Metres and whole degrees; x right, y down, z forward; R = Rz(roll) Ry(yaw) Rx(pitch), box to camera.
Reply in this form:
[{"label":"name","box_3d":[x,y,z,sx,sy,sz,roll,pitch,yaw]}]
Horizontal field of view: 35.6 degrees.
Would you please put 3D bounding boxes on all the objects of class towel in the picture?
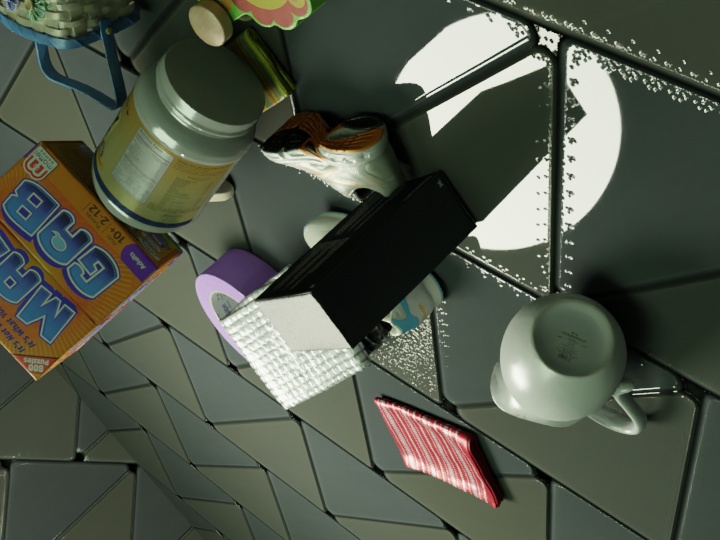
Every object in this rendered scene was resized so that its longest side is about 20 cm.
[{"label":"towel","box_3d":[0.111,0.260,1.612,0.200,0.022,0.145,16,140,47]},{"label":"towel","box_3d":[-0.143,-0.219,1.317,0.086,0.018,0.200,56,154,-10]},{"label":"towel","box_3d":[-0.074,0.078,1.510,0.200,0.086,0.166,-33,92,40]}]

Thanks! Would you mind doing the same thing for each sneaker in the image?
[{"label":"sneaker","box_3d":[-0.032,-0.117,1.232,0.200,0.076,0.092,15,144,50]},{"label":"sneaker","box_3d":[0.000,0.000,1.338,0.200,0.081,0.077,34,153,28]}]

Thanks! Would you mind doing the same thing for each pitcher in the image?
[{"label":"pitcher","box_3d":[0.222,0.107,1.134,0.171,0.122,0.200,20,160,8]}]

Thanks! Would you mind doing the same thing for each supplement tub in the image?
[{"label":"supplement tub","box_3d":[-0.207,-0.151,1.274,0.144,0.144,0.200,46,131,2]}]

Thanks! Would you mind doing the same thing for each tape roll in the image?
[{"label":"tape roll","box_3d":[-0.156,0.065,1.690,0.200,0.066,0.200,35,152,21]}]

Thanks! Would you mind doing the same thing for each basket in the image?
[{"label":"basket","box_3d":[-0.357,-0.308,1.371,0.176,0.139,0.201,25,137,36]}]

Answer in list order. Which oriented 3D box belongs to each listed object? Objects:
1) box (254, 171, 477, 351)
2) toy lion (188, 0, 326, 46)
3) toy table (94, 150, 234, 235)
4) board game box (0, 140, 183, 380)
[{"label":"box","box_3d":[0.005,-0.007,1.179,0.079,0.200,0.141,52,155,-12]},{"label":"toy lion","box_3d":[-0.123,-0.311,1.053,0.200,0.069,0.191,52,147,-14]},{"label":"toy table","box_3d":[-0.277,-0.127,1.538,0.184,0.117,0.200,41,155,10]},{"label":"board game box","box_3d":[-0.371,-0.021,1.386,0.200,0.200,0.200,48,-176,-5]}]
